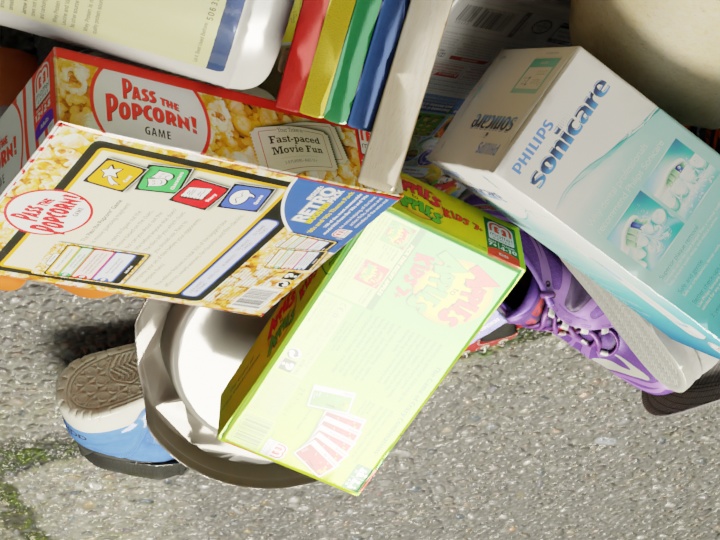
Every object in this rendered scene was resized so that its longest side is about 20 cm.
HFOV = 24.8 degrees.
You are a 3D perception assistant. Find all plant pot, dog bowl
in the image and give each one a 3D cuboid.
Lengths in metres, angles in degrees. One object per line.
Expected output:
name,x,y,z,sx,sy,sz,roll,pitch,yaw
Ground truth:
plant pot,0.191,-0.178,0.880,0.200,0.201,0.184,-6,151,-7
dog bowl,-0.057,0.047,1.091,0.199,0.059,0.201,-5,117,-9

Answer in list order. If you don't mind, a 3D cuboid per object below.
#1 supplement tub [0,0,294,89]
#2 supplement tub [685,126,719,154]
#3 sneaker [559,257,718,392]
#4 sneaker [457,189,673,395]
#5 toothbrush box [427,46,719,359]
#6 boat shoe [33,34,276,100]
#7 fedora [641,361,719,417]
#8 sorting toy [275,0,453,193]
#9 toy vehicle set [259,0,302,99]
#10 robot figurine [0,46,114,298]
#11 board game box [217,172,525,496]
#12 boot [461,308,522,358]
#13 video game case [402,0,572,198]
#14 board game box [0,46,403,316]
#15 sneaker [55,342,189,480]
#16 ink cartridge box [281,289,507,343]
supplement tub,-0.125,-0.180,0.793,0.199,0.145,0.145,15,135,-9
supplement tub,0.271,-0.077,0.980,0.107,0.200,0.107,-19,127,-27
sneaker,0.189,-0.035,1.059,0.115,0.200,0.074,-36,-179,-13
sneaker,0.135,0.025,1.107,0.200,0.083,0.081,36,132,0
toothbrush box,0.152,-0.036,0.927,0.200,0.146,0.085,34,89,-12
boat shoe,-0.112,-0.104,0.920,0.070,0.066,0.200,-36,159,25
fedora,0.259,0.010,1.154,0.200,0.177,0.090,-25,111,39
sorting toy,0.020,-0.169,0.799,0.069,0.199,0.200,16,114,0
toy vehicle set,-0.032,-0.160,0.952,0.124,0.027,0.200,-4,140,-10
robot figurine,-0.186,-0.055,0.966,0.144,0.117,0.200,-22,142,36
board game box,0.003,0.039,0.994,0.101,0.048,0.200,24,121,-17
boot,0.049,0.068,1.214,0.144,0.073,0.200,-1,136,-15
video game case,0.051,-0.101,1.017,0.143,0.018,0.200,2,140,-44
board game box,-0.102,-0.039,0.871,0.200,0.046,0.151,11,147,-34
sneaker,-0.116,0.093,1.198,0.199,0.077,0.111,-15,149,-9
ink cartridge box,0.000,0.000,1.017,0.095,0.037,0.200,-33,122,18
